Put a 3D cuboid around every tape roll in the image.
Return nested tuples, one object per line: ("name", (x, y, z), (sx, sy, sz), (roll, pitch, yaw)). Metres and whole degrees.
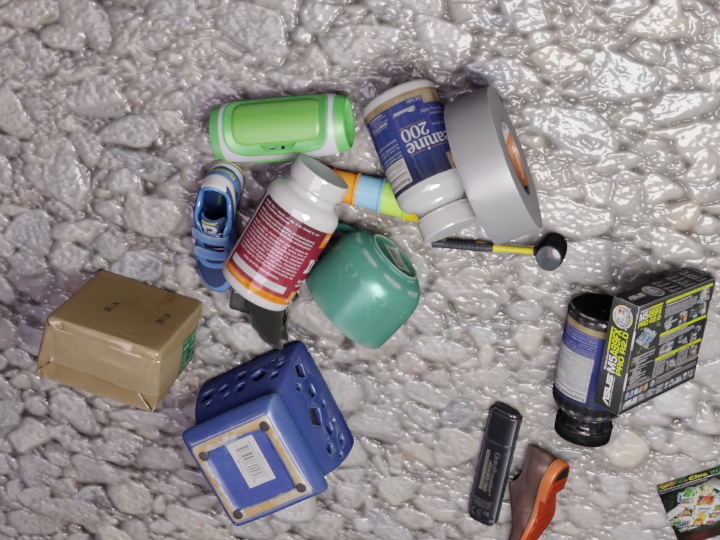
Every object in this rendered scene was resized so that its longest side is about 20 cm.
("tape roll", (0.178, -0.140, 1.521), (0.065, 0.201, 0.203), (-19, 106, 17))

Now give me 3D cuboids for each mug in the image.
("mug", (0.002, 0.007, 1.633), (0.185, 0.152, 0.114), (44, 108, -7))

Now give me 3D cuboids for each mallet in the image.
("mallet", (0.197, -0.029, 1.630), (0.196, 0.066, 0.042), (2, 110, 10))

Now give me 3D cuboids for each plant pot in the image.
("plant pot", (-0.145, 0.258, 1.738), (0.197, 0.180, 0.202), (-23, 105, 18))

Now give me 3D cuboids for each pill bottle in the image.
("pill bottle", (-0.102, -0.054, 1.598), (0.112, 0.113, 0.202), (32, 105, -3))
("pill bottle", (0.338, 0.146, 1.643), (0.110, 0.112, 0.204), (9, 111, 7))
("pill bottle", (0.086, -0.147, 1.550), (0.110, 0.111, 0.203), (-25, 82, 18))

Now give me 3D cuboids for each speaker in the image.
("speaker", (-0.111, -0.202, 1.615), (0.196, 0.089, 0.090), (-3, 110, 12))

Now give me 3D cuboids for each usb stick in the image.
("usb stick", (0.208, 0.301, 1.762), (0.055, 0.032, 0.204), (21, 114, 27))

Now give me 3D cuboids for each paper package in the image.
("paper package", (-0.355, 0.103, 1.708), (0.187, 0.200, 0.105), (17, 112, 4))

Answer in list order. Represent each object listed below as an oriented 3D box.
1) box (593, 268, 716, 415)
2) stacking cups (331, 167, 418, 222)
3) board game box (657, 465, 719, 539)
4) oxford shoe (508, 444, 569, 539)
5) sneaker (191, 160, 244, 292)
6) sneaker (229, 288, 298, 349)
("box", (0.408, 0.095, 1.573), (0.044, 0.198, 0.163), (24, 119, 41))
("stacking cups", (0.013, -0.107, 1.642), (0.196, 0.061, 0.062), (11, 112, 9))
("board game box", (0.561, 0.344, 1.722), (0.197, 0.023, 0.106), (-21, 103, 18))
("oxford shoe", (0.263, 0.359, 1.771), (0.072, 0.071, 0.203), (35, 122, 30))
("sneaker", (-0.217, -0.057, 1.689), (0.072, 0.082, 0.204), (6, 113, 7))
("sneaker", (-0.134, 0.016, 1.715), (0.103, 0.060, 0.203), (21, 117, 3))
